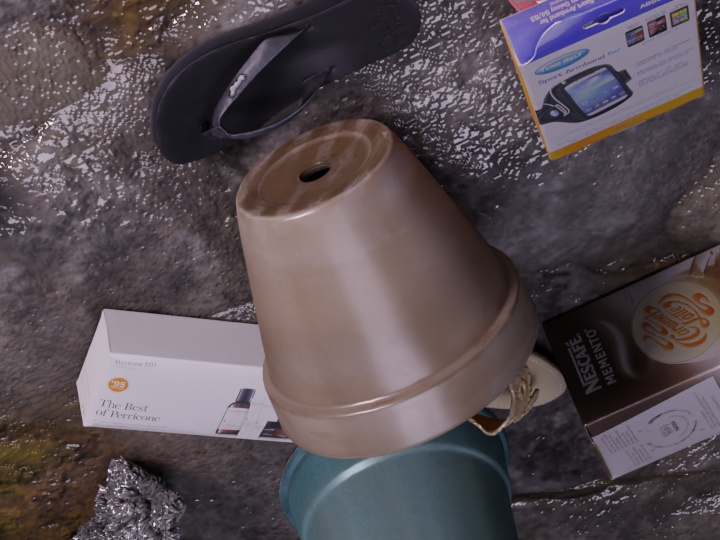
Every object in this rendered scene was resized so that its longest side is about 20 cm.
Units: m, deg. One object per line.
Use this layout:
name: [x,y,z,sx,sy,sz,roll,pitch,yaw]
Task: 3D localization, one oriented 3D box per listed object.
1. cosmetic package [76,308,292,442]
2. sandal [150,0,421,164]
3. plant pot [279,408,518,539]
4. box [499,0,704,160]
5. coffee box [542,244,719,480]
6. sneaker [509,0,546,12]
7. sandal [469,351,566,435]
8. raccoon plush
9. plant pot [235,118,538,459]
cosmetic package: [-0.106,0.083,1.382,0.199,0.051,0.083,6,130,-23]
sandal: [-0.053,-0.130,1.199,0.200,0.043,0.076,-29,134,11]
plant pot: [0.048,0.237,1.476,0.199,0.197,0.201,-8,135,-8]
box: [0.161,-0.143,1.202,0.119,0.042,0.200,-23,158,5]
coffee box: [0.259,0.063,1.431,0.199,0.115,0.080,-25,135,7]
sneaker: [0.113,-0.204,1.148,0.073,0.087,0.200,-24,136,6]
sandal: [0.090,0.095,1.427,0.078,0.070,0.211,-34,139,27]
raccoon plush: [-0.199,0.244,1.426,0.096,0.200,0.134,22,129,-1]
plant pot: [0.000,0.000,1.257,0.199,0.200,0.174,-24,119,6]
